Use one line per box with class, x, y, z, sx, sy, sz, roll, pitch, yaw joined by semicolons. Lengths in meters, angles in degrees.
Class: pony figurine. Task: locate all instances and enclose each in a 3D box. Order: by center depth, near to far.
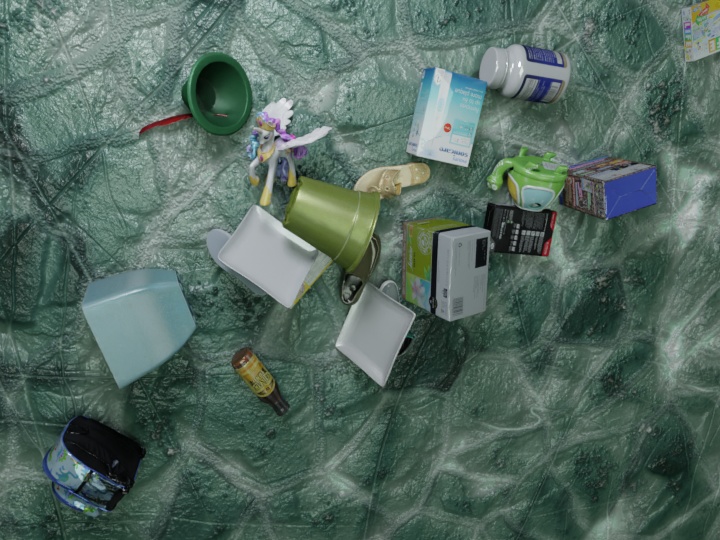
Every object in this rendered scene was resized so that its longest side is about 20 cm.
pony figurine;-0.176;-0.274;1.215;0.163;0.193;0.204;29;134;19

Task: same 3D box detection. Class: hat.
hat;-0.366;-0.385;1.208;0.197;0.172;0.172;-19;113;-49

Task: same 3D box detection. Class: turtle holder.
turtle holder;0.433;-0.227;1.404;0.179;0.142;0.135;-6;125;-22

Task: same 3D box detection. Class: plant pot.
plant pot;-0.482;0.104;1.232;0.195;0.196;0.202;-22;111;-16
plant pot;-0.078;-0.123;1.269;0.185;0.200;0.205;21;100;-15

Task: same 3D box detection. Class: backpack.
backpack;-0.640;0.463;1.293;0.199;0.183;0.148;40;93;-16

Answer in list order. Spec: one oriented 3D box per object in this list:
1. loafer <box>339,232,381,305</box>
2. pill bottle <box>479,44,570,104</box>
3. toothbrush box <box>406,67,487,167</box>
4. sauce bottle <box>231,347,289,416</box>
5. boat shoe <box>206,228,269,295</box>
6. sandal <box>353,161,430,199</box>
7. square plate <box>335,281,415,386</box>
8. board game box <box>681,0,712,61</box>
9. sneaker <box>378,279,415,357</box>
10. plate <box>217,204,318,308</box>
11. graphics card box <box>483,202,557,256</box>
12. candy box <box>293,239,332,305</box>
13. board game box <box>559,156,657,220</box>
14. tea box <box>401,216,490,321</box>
loafer;0.000;0.000;1.380;0.073;0.070;0.206;18;102;1
pill bottle;0.396;-0.480;1.329;0.193;0.120;0.124;3;105;-16
toothbrush box;0.207;-0.370;1.329;0.141;0.085;0.207;9;105;-17
sauce bottle;-0.252;0.291;1.410;0.065;0.066;0.202;-36;112;-2
boat shoe;-0.277;-0.026;1.307;0.200;0.086;0.075;38;103;4
sandal;0.083;-0.219;1.347;0.205;0.070;0.080;-19;110;-9
square plate;0.037;0.155;1.394;0.028;0.198;0.203;11;106;-48
board game box;0.962;-0.665;1.472;0.194;0.034;0.138;-22;111;-8
sneaker;0.090;0.137;1.419;0.081;0.120;0.207;-9;110;-25
plate;-0.211;-0.031;1.268;0.197;0.202;0.032;35;135;-11
graphics card box;0.428;-0.110;1.482;0.193;0.051;0.130;2;106;-17
candy box;-0.146;-0.013;1.369;0.102;0.026;0.201;42;92;-22
board game box;0.638;-0.220;1.425;0.154;0.200;0.100;-16;111;-8
tea box;0.207;-0.011;1.361;0.130;0.195;0.208;-10;109;-31
